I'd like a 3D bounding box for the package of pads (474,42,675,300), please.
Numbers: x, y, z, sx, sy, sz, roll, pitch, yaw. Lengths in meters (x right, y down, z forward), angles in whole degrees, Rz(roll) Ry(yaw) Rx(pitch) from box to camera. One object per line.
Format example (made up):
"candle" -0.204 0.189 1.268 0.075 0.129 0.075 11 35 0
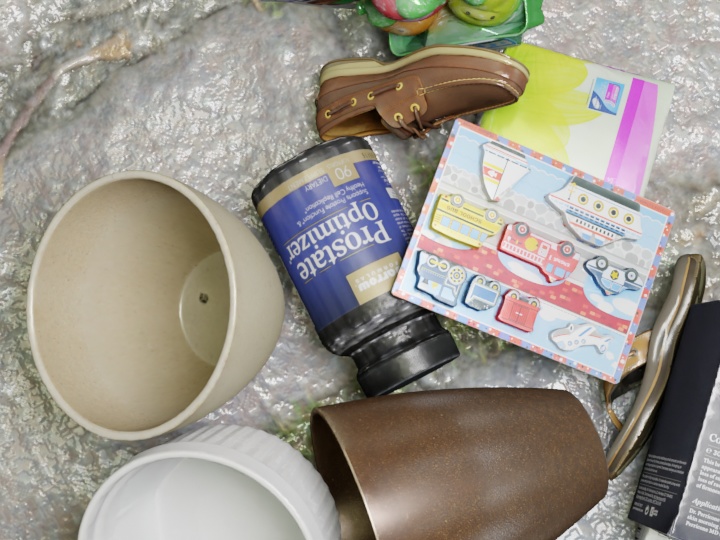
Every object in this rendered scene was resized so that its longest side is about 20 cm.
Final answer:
"package of pads" 0.162 -0.081 1.014 0.154 0.068 0.200 16 83 5

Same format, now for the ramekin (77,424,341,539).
"ramekin" -0.108 0.216 0.941 0.200 0.105 0.200 4 104 15

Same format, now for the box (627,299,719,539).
"box" 0.333 0.138 0.904 0.200 0.104 0.182 19 85 -2

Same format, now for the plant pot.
"plant pot" 0.085 0.166 0.940 0.200 0.187 0.187 -17 81 -12

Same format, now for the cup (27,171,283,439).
"cup" -0.141 0.028 0.954 0.200 0.143 0.200 -2 87 29

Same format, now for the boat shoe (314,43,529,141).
"boat shoe" 0.047 -0.139 0.991 0.200 0.072 0.068 0 69 36

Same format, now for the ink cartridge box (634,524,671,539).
"ink cartridge box" 0.342 0.184 0.980 0.200 0.043 0.198 18 84 6

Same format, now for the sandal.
"sandal" 0.231 0.075 0.986 0.055 0.082 0.200 18 84 22

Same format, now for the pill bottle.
"pill bottle" 0.000 0.000 0.989 0.112 0.112 0.200 -27 81 -1

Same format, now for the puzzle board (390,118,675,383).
"puzzle board" 0.141 -0.015 0.948 0.200 0.017 0.151 22 83 -10

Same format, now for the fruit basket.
"fruit basket" 0.052 -0.215 0.944 0.185 0.200 0.094 -3 100 36
